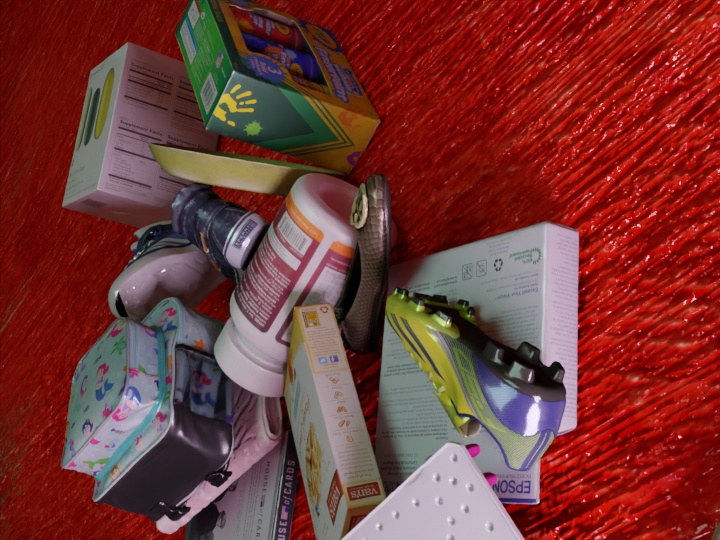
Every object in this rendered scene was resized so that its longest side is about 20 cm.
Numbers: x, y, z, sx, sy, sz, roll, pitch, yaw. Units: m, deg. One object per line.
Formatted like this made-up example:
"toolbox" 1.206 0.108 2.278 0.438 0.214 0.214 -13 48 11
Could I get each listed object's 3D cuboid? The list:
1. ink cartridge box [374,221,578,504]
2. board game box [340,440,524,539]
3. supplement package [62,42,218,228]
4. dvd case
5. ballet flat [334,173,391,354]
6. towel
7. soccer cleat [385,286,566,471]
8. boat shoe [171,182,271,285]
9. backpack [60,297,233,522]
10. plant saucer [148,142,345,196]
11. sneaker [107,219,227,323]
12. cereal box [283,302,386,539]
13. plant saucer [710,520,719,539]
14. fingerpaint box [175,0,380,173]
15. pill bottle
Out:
"ink cartridge box" 0.085 0.078 0.802 0.196 0.043 0.201 -15 67 54
"board game box" 0.065 0.247 0.704 0.200 0.026 0.200 -50 62 34
"supplement package" -0.290 -0.171 1.401 0.152 0.150 0.200 -10 68 57
"dvd case" -0.127 0.243 1.079 0.200 0.025 0.151 -15 64 55
"ballet flat" 0.000 0.000 0.883 0.200 0.046 0.067 95 179 -48
"towel" -0.150 0.156 1.110 0.200 0.032 0.191 -44 32 31
"soccer cleat" 0.068 0.071 0.737 0.200 0.065 0.084 36 115 56
"boat shoe" -0.131 -0.033 1.065 0.071 0.091 0.200 -55 -10 -12
"backpack" -0.209 0.128 1.056 0.178 0.150 0.200 -44 28 31
"plant saucer" -0.116 -0.099 1.052 0.200 0.200 0.031 19 102 59
"sneaker" -0.240 -0.001 1.213 0.146 0.200 0.081 6 119 43
"cereal box" -0.027 0.149 0.890 0.144 0.039 0.200 101 159 -48
"plant saucer" 0.244 0.180 0.517 0.200 0.029 0.201 -32 50 49
"fingerpaint box" -0.090 -0.204 1.084 0.073 0.167 0.200 -58 34 28
"pill bottle" -0.057 0.017 0.988 0.200 0.109 0.110 -58 35 25
